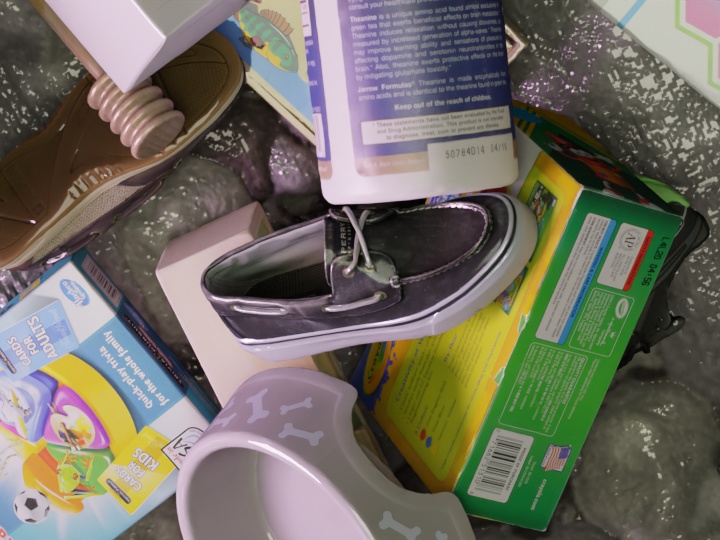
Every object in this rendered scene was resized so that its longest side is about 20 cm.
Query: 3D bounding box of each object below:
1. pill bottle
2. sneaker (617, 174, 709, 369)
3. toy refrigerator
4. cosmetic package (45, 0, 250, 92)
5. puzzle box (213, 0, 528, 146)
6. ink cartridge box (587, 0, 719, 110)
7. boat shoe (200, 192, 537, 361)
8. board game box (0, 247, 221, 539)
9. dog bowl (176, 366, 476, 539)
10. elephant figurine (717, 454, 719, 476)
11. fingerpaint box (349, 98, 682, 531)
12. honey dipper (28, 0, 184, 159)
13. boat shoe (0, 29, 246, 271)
[{"bbox_3d":[0.023,-0.141,1.494,0.110,0.111,0.201,-6,94,4],"label":"pill bottle"},{"bbox_3d":[0.145,0.039,1.614,0.084,0.077,0.200,15,120,-24],"label":"sneaker"},{"bbox_3d":[-0.045,0.066,1.631,0.070,0.076,0.201,-24,102,8],"label":"toy refrigerator"},{"bbox_3d":[-0.148,-0.214,1.521,0.200,0.085,0.108,48,61,1],"label":"cosmetic package"},{"bbox_3d":[-0.016,-0.154,1.599,0.200,0.025,0.133,41,102,-8],"label":"puzzle box"},{"bbox_3d":[0.234,-0.140,1.574,0.200,0.059,0.104,39,103,-8],"label":"ink cartridge box"},{"bbox_3d":[0.000,0.000,1.503,0.199,0.072,0.071,-21,142,27],"label":"boat shoe"},{"bbox_3d":[-0.200,0.105,1.662,0.200,0.047,0.151,-38,100,11],"label":"board game box"},{"bbox_3d":[-0.023,0.155,1.546,0.200,0.059,0.201,28,136,31],"label":"dog bowl"},{"bbox_3d":[0.322,0.173,1.603,0.199,0.155,0.142,13,70,-14],"label":"elephant figurine"},{"bbox_3d":[0.086,0.020,1.561,0.073,0.167,0.201,15,106,-26],"label":"fingerpaint box"},{"bbox_3d":[-0.175,-0.148,1.570,0.038,0.038,0.200,-44,73,12],"label":"honey dipper"},{"bbox_3d":[-0.147,-0.070,1.606,0.200,0.065,0.073,-34,72,11],"label":"boat shoe"}]
